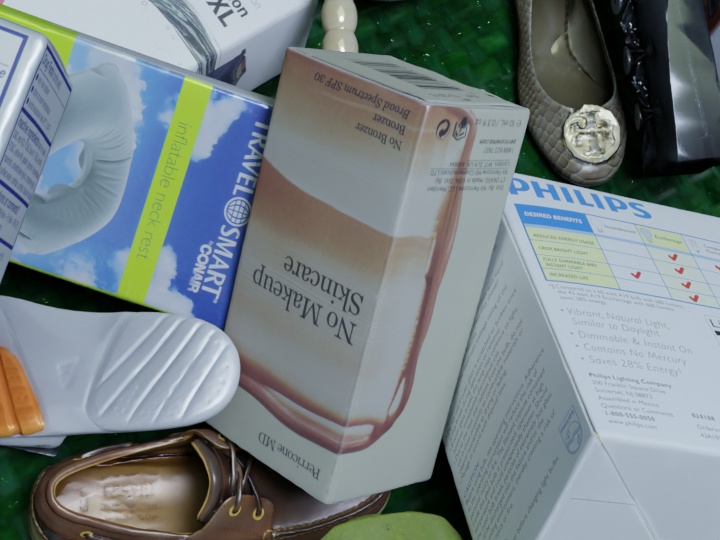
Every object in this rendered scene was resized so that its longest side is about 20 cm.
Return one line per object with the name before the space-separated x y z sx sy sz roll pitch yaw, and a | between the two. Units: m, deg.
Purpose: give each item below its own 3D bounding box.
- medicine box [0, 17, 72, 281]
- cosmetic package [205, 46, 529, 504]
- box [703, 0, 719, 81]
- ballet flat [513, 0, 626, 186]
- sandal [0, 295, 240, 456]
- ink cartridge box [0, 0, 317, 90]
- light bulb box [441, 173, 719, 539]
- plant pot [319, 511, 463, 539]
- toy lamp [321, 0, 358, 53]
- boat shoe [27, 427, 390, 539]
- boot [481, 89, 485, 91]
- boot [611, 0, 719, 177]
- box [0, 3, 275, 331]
medicine box | -0.249 -0.035 0.628 0.180 0.103 0.202 20 83 -2
cosmetic package | 0.000 0.000 0.709 0.103 0.203 0.087 25 20 37
box | 0.294 -0.230 0.930 0.105 0.153 0.202 16 64 -6
ballet flat | 0.133 -0.152 0.918 0.066 0.046 0.203 -1 68 -13
sandal | -0.155 0.062 0.741 0.204 0.059 0.080 4 66 16
ink cartridge box | -0.145 -0.151 0.831 0.199 0.084 0.145 -33 79 -22
light bulb box | 0.151 0.069 0.728 0.196 0.126 0.201 11 35 -19
plant pot | 0.020 0.227 0.673 0.197 0.201 0.192 -9 57 -16
toy lamp | -0.012 -0.146 0.791 0.057 0.058 0.203 2 80 -12
boat shoe | -0.074 0.118 0.745 0.197 0.068 0.073 -4 68 -15
boot | 0.008 -0.027 0.831 0.198 0.073 0.091 -27 81 -13
boot | 0.190 -0.159 0.909 0.065 0.165 0.203 -14 89 8
box | -0.122 -0.050 0.729 0.197 0.048 0.123 18 99 -8
